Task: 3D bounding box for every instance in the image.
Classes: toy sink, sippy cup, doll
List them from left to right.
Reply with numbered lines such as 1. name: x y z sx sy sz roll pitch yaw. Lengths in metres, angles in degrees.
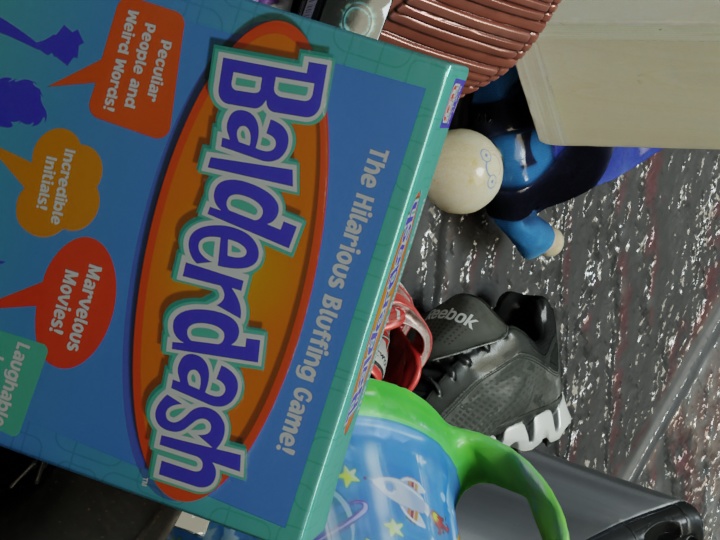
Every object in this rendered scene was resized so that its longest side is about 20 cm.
1. sippy cup: -0.014 0.132 0.815 0.178 0.131 0.139 -38 135 24
2. doll: 0.095 -0.075 1.047 0.200 0.048 0.137 -28 115 -43
3. toy sink: 0.178 -0.132 0.957 0.112 0.199 0.131 63 33 -58

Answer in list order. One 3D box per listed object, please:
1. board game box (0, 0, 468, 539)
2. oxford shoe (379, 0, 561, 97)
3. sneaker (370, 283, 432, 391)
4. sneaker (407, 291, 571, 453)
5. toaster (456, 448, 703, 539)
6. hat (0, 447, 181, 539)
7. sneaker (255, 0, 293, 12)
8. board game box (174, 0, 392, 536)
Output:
1. board game box: -0.084 -0.020 0.651 0.045 0.199 0.153 -19 126 -80
2. oxford shoe: 0.009 -0.099 0.838 0.071 0.200 0.074 19 46 -35
3. sneaker: 0.000 0.001 0.912 0.201 0.108 0.067 -48 137 -27
4. sneaker: 0.035 0.059 1.021 0.200 0.066 0.091 -22 119 -49
5. toaster: 0.081 0.195 1.088 0.180 0.118 0.201 -18 119 -47
6. hat: -0.141 0.033 0.728 0.081 0.200 0.202 -29 133 -80
7. sneaker: -0.072 -0.155 0.769 0.088 0.080 0.201 15 74 -44
8. board game box: -0.055 -0.009 0.787 0.028 0.135 0.201 22 83 -21
